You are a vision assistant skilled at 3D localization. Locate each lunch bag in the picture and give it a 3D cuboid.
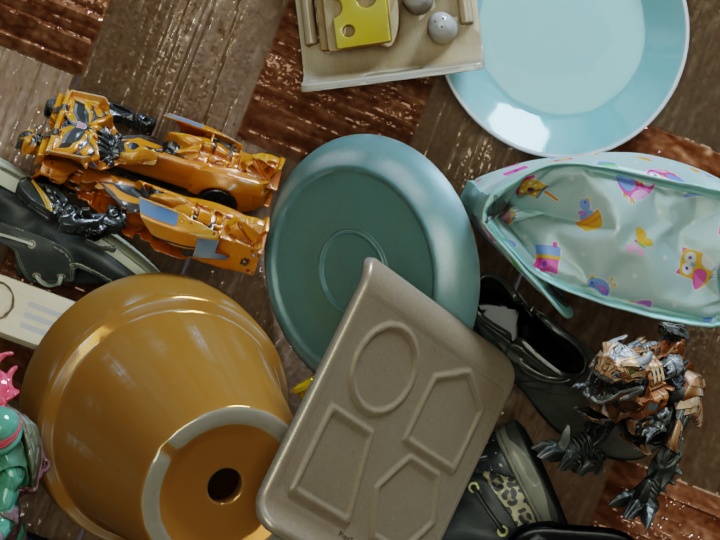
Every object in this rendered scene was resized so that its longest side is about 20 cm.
[{"bbox_3d":[0.174,-0.030,1.609,0.198,0.170,0.123,9,97,-3],"label":"lunch bag"}]

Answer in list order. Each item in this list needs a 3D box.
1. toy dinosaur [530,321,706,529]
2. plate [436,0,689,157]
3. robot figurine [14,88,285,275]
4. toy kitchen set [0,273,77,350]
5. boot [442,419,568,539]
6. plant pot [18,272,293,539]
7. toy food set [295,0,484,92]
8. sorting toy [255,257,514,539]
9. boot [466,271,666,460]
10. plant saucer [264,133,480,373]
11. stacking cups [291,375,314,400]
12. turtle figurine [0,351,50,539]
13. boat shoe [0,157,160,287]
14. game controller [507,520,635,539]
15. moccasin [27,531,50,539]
[{"bbox_3d":[0.209,0.103,1.554,0.199,0.102,0.137,22,100,-39],"label":"toy dinosaur"},{"bbox_3d":[0.157,-0.187,1.688,0.198,0.026,0.202,0,88,-3],"label":"plate"},{"bbox_3d":[-0.161,-0.073,1.627,0.198,0.058,0.146,19,44,-9],"label":"robot figurine"},{"bbox_3d":[-0.317,0.089,1.588,0.179,0.163,0.202,20,87,-2],"label":"toy kitchen set"},{"bbox_3d":[0.091,0.232,1.651,0.152,0.073,0.205,-21,96,5],"label":"boot"},{"bbox_3d":[-0.126,0.125,1.549,0.198,0.183,0.202,-8,111,-22],"label":"plant pot"},{"bbox_3d":[0.012,-0.242,1.652,0.142,0.060,0.202,-7,85,8],"label":"toy food set"},{"bbox_3d":[0.017,0.115,1.515,0.185,0.036,0.202,35,72,-44],"label":"sorting toy"},{"bbox_3d":[0.152,0.078,1.624,0.199,0.131,0.068,36,86,-1],"label":"boot"},{"bbox_3d":[0.000,0.000,1.612,0.199,0.027,0.202,6,100,37],"label":"plant saucer"},{"bbox_3d":[0.019,0.164,1.585,0.060,0.061,0.201,-26,90,-3],"label":"stacking cups"},{"bbox_3d":[-0.269,0.140,1.520,0.100,0.200,0.151,-12,64,-13],"label":"turtle figurine"},{"bbox_3d":[-0.231,-0.019,1.646,0.199,0.072,0.068,31,94,3],"label":"boat shoe"},{"bbox_3d":[0.149,0.277,1.598,0.103,0.042,0.202,7,112,6],"label":"game controller"},{"bbox_3d":[-0.273,0.231,1.631,0.198,0.068,0.081,20,87,-2],"label":"moccasin"}]
